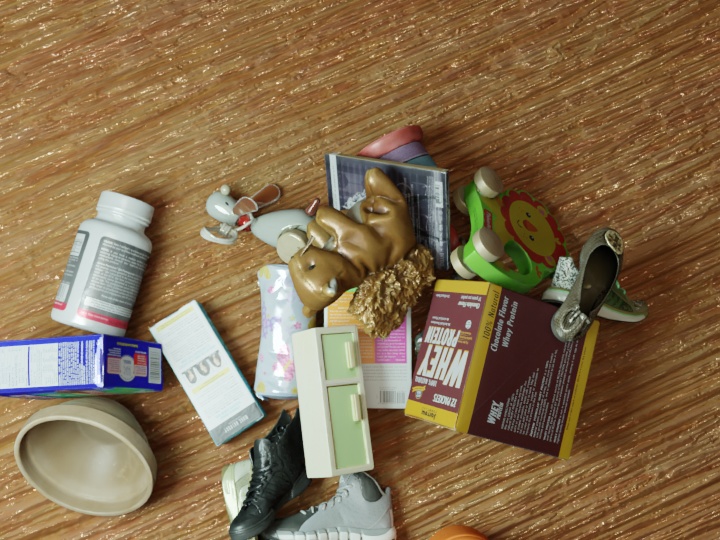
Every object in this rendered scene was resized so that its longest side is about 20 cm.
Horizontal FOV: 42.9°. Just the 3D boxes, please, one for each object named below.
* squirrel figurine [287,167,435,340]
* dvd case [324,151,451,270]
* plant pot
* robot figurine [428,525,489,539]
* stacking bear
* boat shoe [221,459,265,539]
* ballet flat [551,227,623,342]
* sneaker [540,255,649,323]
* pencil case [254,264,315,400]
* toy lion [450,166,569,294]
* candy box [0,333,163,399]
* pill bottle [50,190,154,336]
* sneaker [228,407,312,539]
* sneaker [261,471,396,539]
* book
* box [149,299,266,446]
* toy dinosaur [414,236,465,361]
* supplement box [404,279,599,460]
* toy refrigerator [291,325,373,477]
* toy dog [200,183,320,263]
[{"bbox_3d":[0.000,0.000,1.252,0.200,0.141,0.187,48,52,-7],"label":"squirrel figurine"},{"bbox_3d":[0.039,-0.087,1.320,0.198,0.016,0.150,12,121,29],"label":"dvd case"},{"bbox_3d":[-0.378,0.248,1.302,0.198,0.093,0.203,4,126,6],"label":"plant pot"},{"bbox_3d":[0.138,0.412,1.240,0.142,0.200,0.118,22,82,3],"label":"robot figurine"},{"bbox_3d":[0.081,-0.102,1.363,0.120,0.114,0.202,-26,87,-3],"label":"stacking bear"},{"bbox_3d":[-0.150,0.374,1.315,0.062,0.073,0.203,-14,75,2],"label":"boat shoe"},{"bbox_3d":[0.318,0.015,1.245,0.067,0.046,0.201,40,59,-6],"label":"ballet flat"},{"bbox_3d":[0.348,0.024,1.317,0.198,0.077,0.090,10,91,-35],"label":"sneaker"},{"bbox_3d":[-0.110,0.089,1.346,0.089,0.083,0.203,1,83,0],"label":"pencil case"},{"bbox_3d":[0.223,-0.045,1.316,0.191,0.069,0.201,30,43,-21],"label":"toy lion"},{"bbox_3d":[-0.403,0.137,1.278,0.197,0.169,0.078,-4,80,15],"label":"candy box"},{"bbox_3d":[-0.372,-0.009,1.348,0.109,0.111,0.202,16,83,3],"label":"pill bottle"},{"bbox_3d":[-0.132,0.283,1.287,0.060,0.199,0.105,-16,101,38],"label":"sneaker"},{"bbox_3d":[-0.045,0.334,1.315,0.197,0.075,0.117,6,74,-18],"label":"sneaker"},{"bbox_3d":[0.011,0.103,1.363,0.132,0.048,0.203,1,84,0],"label":"book"},{"bbox_3d":[-0.224,0.151,1.355,0.082,0.049,0.201,-31,83,-3],"label":"box"},{"bbox_3d":[0.149,0.054,1.370,0.087,0.047,0.202,23,80,10],"label":"toy dinosaur"},{"bbox_3d":[0.196,0.135,1.271,0.198,0.132,0.200,18,83,-27],"label":"supplement box"},{"bbox_3d":[-0.038,0.182,1.281,0.075,0.070,0.203,0,79,-37],"label":"toy refrigerator"},{"bbox_3d":[-0.132,-0.086,1.357,0.198,0.132,0.097,16,112,-6],"label":"toy dog"}]
